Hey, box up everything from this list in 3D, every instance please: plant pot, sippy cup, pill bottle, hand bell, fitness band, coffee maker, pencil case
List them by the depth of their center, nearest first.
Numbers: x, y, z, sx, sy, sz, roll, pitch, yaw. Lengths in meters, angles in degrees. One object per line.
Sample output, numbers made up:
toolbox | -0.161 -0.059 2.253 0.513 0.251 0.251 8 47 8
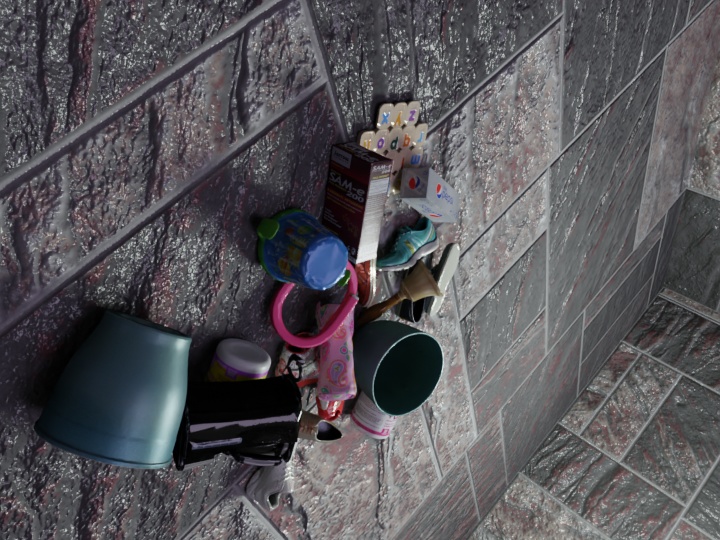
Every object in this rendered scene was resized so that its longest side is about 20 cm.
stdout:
plant pot | -0.347 0.166 0.932 0.200 0.199 0.189 27 79 -55
coffee maker | -0.212 0.234 1.057 0.199 0.134 0.194 2 93 -28
sippy cup | -0.093 -0.029 1.109 0.177 0.130 0.141 -10 112 -34
pill bottle | -0.246 0.236 1.167 0.104 0.104 0.201 6 111 -52
fitness band | -0.088 0.055 1.221 0.143 0.037 0.201 40 80 -19
pencil case | -0.052 0.164 1.282 0.087 0.087 0.201 28 54 -55
plant pot | 0.063 0.205 1.439 0.200 0.161 0.202 -14 116 -32
hand bell | 0.079 0.065 1.448 0.199 0.104 0.104 -31 143 3
pill bottle | 0.061 0.313 1.591 0.113 0.113 0.201 9 108 -53

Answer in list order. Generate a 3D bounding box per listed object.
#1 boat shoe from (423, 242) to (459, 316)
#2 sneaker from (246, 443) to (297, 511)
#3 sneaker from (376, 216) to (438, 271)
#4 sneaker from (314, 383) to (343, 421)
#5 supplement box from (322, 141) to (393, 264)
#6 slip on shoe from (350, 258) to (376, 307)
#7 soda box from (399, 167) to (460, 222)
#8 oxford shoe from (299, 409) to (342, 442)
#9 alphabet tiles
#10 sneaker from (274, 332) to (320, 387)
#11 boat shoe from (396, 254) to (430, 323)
boat shoe | 0.189 0.016 1.569 0.073 0.062 0.201 -14 128 -51
sneaker | -0.175 0.452 1.419 0.078 0.099 0.201 13 105 -54
sneaker | 0.097 -0.057 1.415 0.200 0.077 0.080 -35 120 -36
sneaker | -0.067 0.291 1.400 0.200 0.076 0.086 34 56 -79
supplement box | -0.011 -0.127 1.180 0.061 0.109 0.201 -18 128 -42
slip on shoe | 0.000 0.000 1.337 0.061 0.074 0.201 -7 136 -7
soda box | 0.154 -0.161 1.361 0.200 0.063 0.069 21 75 -61
oxford shoe | -0.127 0.334 1.371 0.199 0.074 0.071 19 74 -33
alphabet tiles | 0.061 -0.242 1.262 0.199 0.015 0.197 -20 129 -42
sneaker | -0.092 0.182 1.347 0.201 0.067 0.109 -13 127 -43
boat shoe | 0.141 0.039 1.531 0.074 0.062 0.201 -10 122 -44
